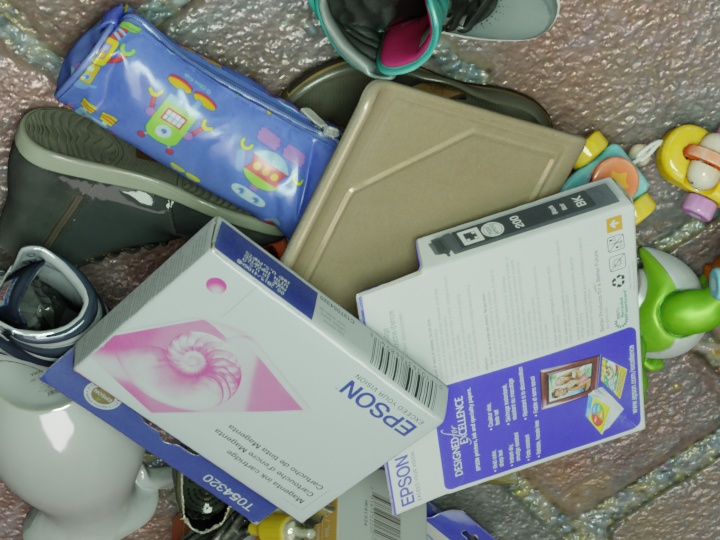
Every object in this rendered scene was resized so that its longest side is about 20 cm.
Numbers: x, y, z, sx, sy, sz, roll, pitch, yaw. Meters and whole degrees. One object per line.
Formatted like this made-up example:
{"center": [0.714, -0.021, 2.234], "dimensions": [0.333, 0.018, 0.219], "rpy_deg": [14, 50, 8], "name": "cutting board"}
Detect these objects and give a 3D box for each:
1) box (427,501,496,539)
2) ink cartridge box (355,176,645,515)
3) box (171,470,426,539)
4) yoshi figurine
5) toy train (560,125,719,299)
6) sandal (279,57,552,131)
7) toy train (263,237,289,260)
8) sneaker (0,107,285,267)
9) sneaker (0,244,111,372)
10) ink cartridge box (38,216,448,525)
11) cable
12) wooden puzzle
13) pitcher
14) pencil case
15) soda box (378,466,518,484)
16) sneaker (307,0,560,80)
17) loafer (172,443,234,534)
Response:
{"center": [0.022, 0.261, 1.588], "dimensions": [0.200, 0.042, 0.119], "rpy_deg": [-36, 126, 16], "name": "box"}
{"center": [0.095, 0.054, 1.273], "dimensions": [0.200, 0.043, 0.199], "rpy_deg": [-18, 126, -13], "name": "ink cartridge box"}
{"center": [-0.051, 0.228, 1.452], "dimensions": [0.097, 0.125, 0.200], "rpy_deg": [29, 136, -34], "name": "box"}
{"center": [0.212, 0.065, 1.418], "dimensions": [0.200, 0.112, 0.112], "rpy_deg": [-21, 138, 9], "name": "yoshi figurine"}
{"center": [0.223, -0.030, 1.317], "dimensions": [0.199, 0.056, 0.151], "rpy_deg": [0, 87, -8], "name": "toy train"}
{"center": [0.039, -0.095, 1.288], "dimensions": [0.199, 0.055, 0.082], "rpy_deg": [11, 126, -14], "name": "sandal"}
{"center": [0.000, 0.000, 1.334], "dimensions": [0.200, 0.056, 0.151], "rpy_deg": [-17, 109, 1], "name": "toy train"}
{"center": [-0.149, -0.040, 1.297], "dimensions": [0.200, 0.075, 0.106], "rpy_deg": [17, 129, -11], "name": "sneaker"}
{"center": [-0.256, 0.024, 1.276], "dimensions": [0.199, 0.070, 0.109], "rpy_deg": [9, 159, 13], "name": "sneaker"}
{"center": [-0.080, 0.083, 1.216], "dimensions": [0.196, 0.043, 0.200], "rpy_deg": [36, 124, -21], "name": "ink cartridge box"}
{"center": [-0.086, 0.177, 1.403], "dimensions": [0.050, 0.097, 0.200], "rpy_deg": [34, 142, -32], "name": "cable"}
{"center": [0.037, -0.031, 1.241], "dimensions": [0.200, 0.037, 0.185], "rpy_deg": [10, 118, -39], "name": "wooden puzzle"}
{"center": [-0.192, 0.121, 1.397], "dimensions": [0.171, 0.121, 0.200], "rpy_deg": [-25, 142, -14], "name": "pitcher"}
{"center": [-0.098, -0.099, 1.222], "dimensions": [0.200, 0.078, 0.087], "rpy_deg": [30, 121, -15], "name": "pencil case"}
{"center": [0.046, 0.116, 1.379], "dimensions": [0.064, 0.068, 0.200], "rpy_deg": [-4, 166, 32], "name": "soda box"}
{"center": [0.046, -0.168, 1.188], "dimensions": [0.200, 0.121, 0.084], "rpy_deg": [13, 125, -20], "name": "sneaker"}
{"center": [-0.088, 0.112, 1.341], "dimensions": [0.075, 0.070, 0.200], "rpy_deg": [11, 126, -9], "name": "loafer"}
